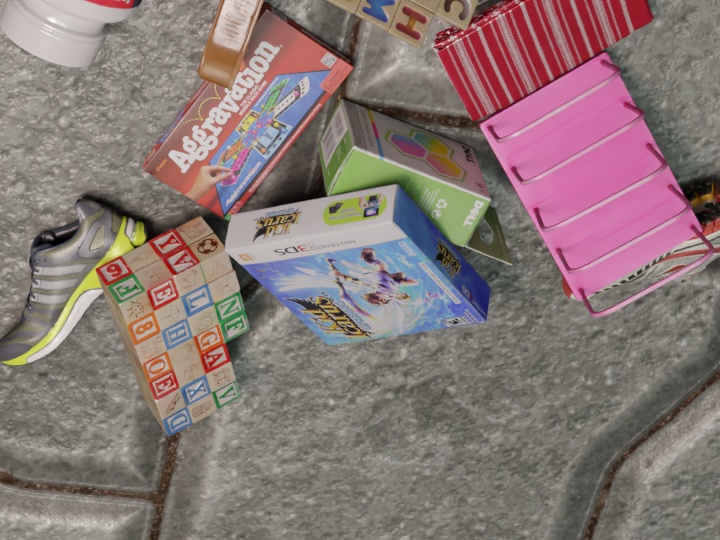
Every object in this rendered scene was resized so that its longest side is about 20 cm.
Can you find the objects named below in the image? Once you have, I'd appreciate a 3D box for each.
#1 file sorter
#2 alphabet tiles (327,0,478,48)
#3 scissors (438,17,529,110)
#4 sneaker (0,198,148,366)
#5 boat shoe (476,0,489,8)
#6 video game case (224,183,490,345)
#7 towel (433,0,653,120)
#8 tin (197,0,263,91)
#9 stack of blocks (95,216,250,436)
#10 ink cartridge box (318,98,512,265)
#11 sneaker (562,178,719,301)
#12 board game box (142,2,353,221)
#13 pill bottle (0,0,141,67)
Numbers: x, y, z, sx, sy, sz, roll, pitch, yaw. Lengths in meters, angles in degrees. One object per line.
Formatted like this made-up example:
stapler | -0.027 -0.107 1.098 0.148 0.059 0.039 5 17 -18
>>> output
file sorter | 0.223 -0.078 1.553 0.139 0.125 0.200 -30 101 5
alphabet tiles | 0.025 -0.292 1.411 0.200 0.006 0.167 25 82 -22
scissors | 0.133 -0.166 1.597 0.200 0.014 0.073 30 113 -24
sneaker | -0.296 0.008 1.619 0.081 0.074 0.200 38 102 -19
boat shoe | 0.145 -0.302 1.483 0.200 0.076 0.074 -30 104 6
video game case | 0.000 0.000 1.587 0.181 0.046 0.200 -8 147 29
towel | 0.170 -0.221 1.525 0.200 0.023 0.145 -30 150 5
tin | -0.095 -0.254 1.449 0.042 0.112 0.200 21 109 -3
stack of blocks | -0.172 0.057 1.629 0.115 0.059 0.200 -28 138 -15
ink cartridge box | 0.063 -0.085 1.585 0.200 0.104 0.059 20 117 -19
sneaker | 0.299 -0.013 1.679 0.200 0.078 0.082 -22 130 11
board game box | -0.107 -0.146 1.574 0.103 0.019 0.200 31 112 -22
pill bottle | -0.227 -0.279 1.417 0.119 0.120 0.200 20 117 -19
